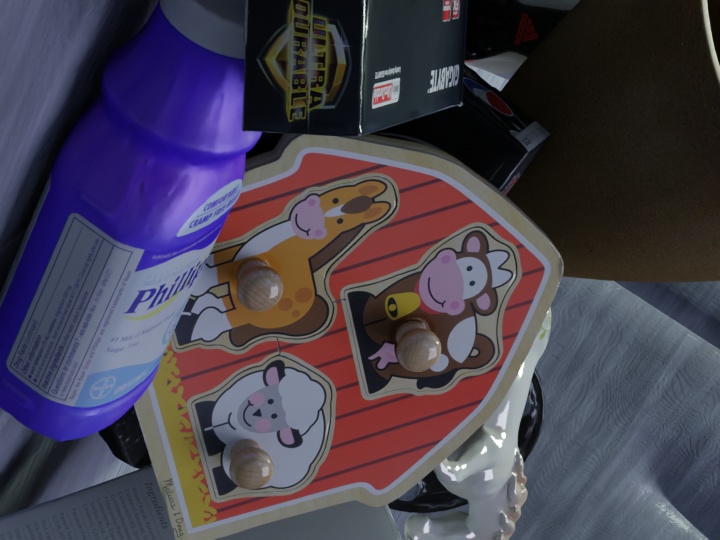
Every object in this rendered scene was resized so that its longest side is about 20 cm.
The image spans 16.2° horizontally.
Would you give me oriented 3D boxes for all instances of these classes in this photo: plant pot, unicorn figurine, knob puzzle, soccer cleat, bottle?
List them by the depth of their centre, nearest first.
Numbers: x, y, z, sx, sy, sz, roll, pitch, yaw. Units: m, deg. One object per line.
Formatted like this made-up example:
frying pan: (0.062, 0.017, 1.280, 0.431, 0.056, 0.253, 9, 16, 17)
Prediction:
bottle: (-0.086, -0.028, 0.977, 0.083, 0.065, 0.201, -38, 159, -56)
knob puzzle: (-0.004, 0.027, 1.095, 0.221, 0.218, 0.031, -60, -153, 19)
plant pot: (0.152, -0.068, 1.190, 0.199, 0.187, 0.187, -25, -161, 46)
unicorn figurine: (0.051, 0.068, 1.251, 0.137, 0.074, 0.201, 32, 83, -50)
soccer cleat: (0.104, -0.121, 1.315, 0.073, 0.199, 0.069, -47, 155, -70)

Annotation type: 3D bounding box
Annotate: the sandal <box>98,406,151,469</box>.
sandal: (-0.116, 0.038, 1.163, 0.076, 0.048, 0.200, -55, 160, -6)

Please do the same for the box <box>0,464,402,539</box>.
box: (-0.088, 0.158, 1.240, 0.199, 0.098, 0.125, -19, 159, -15)

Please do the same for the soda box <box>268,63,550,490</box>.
soda box: (0.000, 0.000, 1.151, 0.201, 0.063, 0.071, -54, 176, 17)

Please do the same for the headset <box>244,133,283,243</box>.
headset: (-0.030, -0.090, 1.142, 0.124, 0.093, 0.201, -57, -170, 49)

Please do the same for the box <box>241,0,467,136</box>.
box: (0.004, -0.136, 0.943, 0.200, 0.046, 0.161, -26, 120, -76)

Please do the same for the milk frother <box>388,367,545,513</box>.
milk frother: (-0.019, 0.012, 1.372, 0.179, 0.201, 0.189, -23, -146, 0)
